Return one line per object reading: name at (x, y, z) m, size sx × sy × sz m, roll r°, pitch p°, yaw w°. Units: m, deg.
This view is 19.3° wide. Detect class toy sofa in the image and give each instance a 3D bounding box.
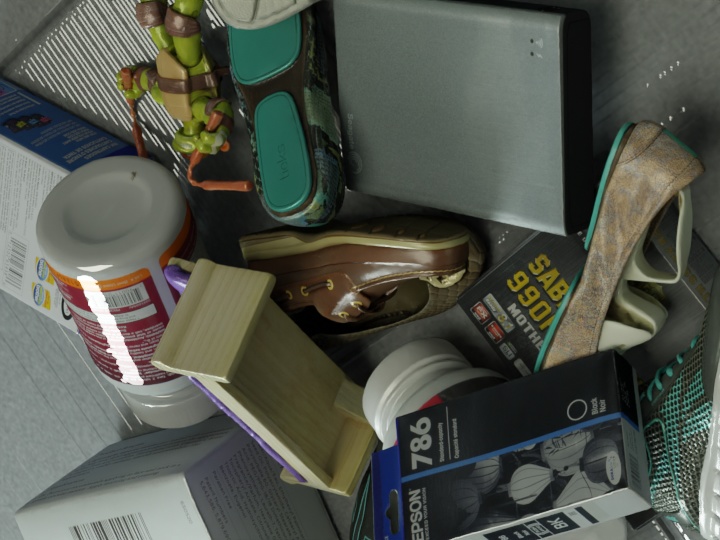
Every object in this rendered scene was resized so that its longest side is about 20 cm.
toy sofa at (-0.070, 0.075, 1.474) m, size 0.097 × 0.083 × 0.200 m, roll 10°, pitch 156°, yaw 34°

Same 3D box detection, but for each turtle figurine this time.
turtle figurine at (-0.121, -0.140, 1.490) m, size 0.200 × 0.064 × 0.162 m, roll 35°, pitch 140°, yaw 57°

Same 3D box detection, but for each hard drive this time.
hard drive at (0.064, -0.108, 1.375) m, size 0.199 × 0.033 × 0.141 m, roll 14°, pitch 114°, yaw 44°

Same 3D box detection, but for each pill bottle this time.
pill bottle at (0.083, 0.136, 1.427) m, size 0.200 × 0.110 × 0.111 m, roll 50°, pitch 137°, yaw 43°
pill bottle at (-0.156, 0.020, 1.537) m, size 0.109 × 0.110 × 0.201 m, roll 18°, pitch 147°, yaw 27°

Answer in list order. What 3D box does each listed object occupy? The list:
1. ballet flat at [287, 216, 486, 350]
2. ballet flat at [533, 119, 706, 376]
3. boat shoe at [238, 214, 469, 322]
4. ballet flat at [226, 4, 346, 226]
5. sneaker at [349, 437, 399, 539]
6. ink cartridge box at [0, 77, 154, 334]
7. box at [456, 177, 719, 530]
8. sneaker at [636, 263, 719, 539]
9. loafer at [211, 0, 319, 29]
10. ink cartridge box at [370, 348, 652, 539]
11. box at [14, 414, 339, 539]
ballet flat at (0.007, 0.017, 1.499) m, size 0.199 × 0.046 × 0.068 m, roll -22°, pitch 98°, yaw 40°
ballet flat at (0.163, 0.004, 1.310) m, size 0.067 × 0.068 × 0.201 m, roll 25°, pitch 125°, yaw 14°
boat shoe at (-0.001, 0.000, 1.439) m, size 0.199 × 0.072 × 0.068 m, roll -3°, pitch 98°, yaw 45°
ballet flat at (-0.048, -0.122, 1.448) m, size 0.074 × 0.074 × 0.202 m, roll -19°, pitch 69°, yaw 40°
sneaker at (0.032, 0.207, 1.509) m, size 0.075 × 0.201 × 0.079 m, roll 16°, pitch 145°, yaw -19°
ink cartridge box at (-0.238, -0.046, 1.624) m, size 0.199 × 0.076 × 0.137 m, roll 29°, pitch 126°, yaw 23°
box at (0.180, 0.051, 1.391) m, size 0.200 × 0.048 × 0.158 m, roll 52°, pitch 131°, yaw 3°
sneaker at (0.207, 0.079, 1.309) m, size 0.091 × 0.077 × 0.201 m, roll 19°, pitch 119°, yaw 31°
loafer at (-0.003, -0.214, 1.380) m, size 0.199 × 0.063 × 0.072 m, roll -17°, pitch 104°, yaw 17°
ink cartridge box at (0.083, 0.125, 1.331) m, size 0.199 × 0.039 × 0.100 m, roll -22°, pitch 54°, yaw 26°
box at (-0.128, 0.231, 1.644) m, size 0.198 × 0.131 × 0.201 m, roll -16°, pitch 102°, yaw 39°
